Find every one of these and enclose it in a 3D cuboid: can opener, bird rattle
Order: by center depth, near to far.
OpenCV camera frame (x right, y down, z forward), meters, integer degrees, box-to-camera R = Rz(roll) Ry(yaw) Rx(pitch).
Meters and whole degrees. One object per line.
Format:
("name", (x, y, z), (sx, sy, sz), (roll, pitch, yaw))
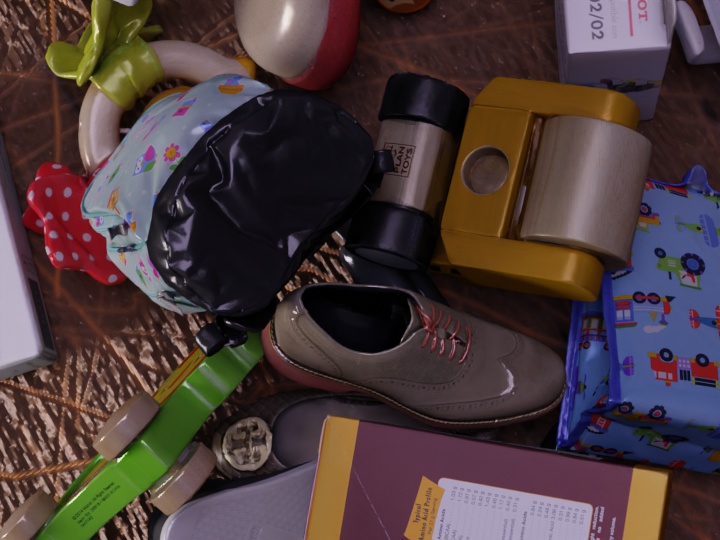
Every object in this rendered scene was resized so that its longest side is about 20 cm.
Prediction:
("can opener", (0.000, 0.000, 1.219), (0.067, 0.053, 0.201), (-41, 76, 29))
("bird rattle", (-0.147, -0.090, 1.221), (0.162, 0.113, 0.202), (4, 81, -11))

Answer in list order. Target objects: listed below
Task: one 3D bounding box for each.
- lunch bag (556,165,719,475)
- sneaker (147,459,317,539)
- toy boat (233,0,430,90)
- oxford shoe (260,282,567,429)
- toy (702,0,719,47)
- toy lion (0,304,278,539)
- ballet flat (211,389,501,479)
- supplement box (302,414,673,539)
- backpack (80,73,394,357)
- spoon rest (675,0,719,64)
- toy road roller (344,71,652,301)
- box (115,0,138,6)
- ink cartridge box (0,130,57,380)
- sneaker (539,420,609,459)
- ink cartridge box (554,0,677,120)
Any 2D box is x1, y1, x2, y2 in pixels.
("lunch bag", (0.215, 0.020, 1.152), (0.149, 0.094, 0.202), (11, 65, -12))
("sneaker", (-0.050, 0.156, 1.161), (0.198, 0.099, 0.071), (-8, 92, -25))
("toy boat", (-0.004, -0.219, 1.234), (0.130, 0.130, 0.202), (21, 76, -22))
("oxford shoe", (0.041, 0.051, 1.093), (0.198, 0.075, 0.071), (9, 66, -13))
("toy", (0.303, -0.148, 1.170), (0.114, 0.047, 0.201), (-26, 109, -8))
("toy lion", (-0.129, 0.100, 1.151), (0.069, 0.192, 0.200), (43, 125, -7))
("ballet flat", (-0.003, 0.109, 1.190), (0.198, 0.046, 0.068), (-4, 77, 4))
("supplement box", (0.070, 0.199, 1.041), (0.198, 0.133, 0.199), (9, 86, 12))
("backpack", (-0.090, -0.045, 1.108), (0.167, 0.200, 0.127), (-44, 106, -16))
("spoon rest", (0.306, -0.182, 1.227), (0.198, 0.061, 0.100), (-14, 78, -12))
("toy road roller", (0.097, -0.045, 1.149), (0.199, 0.146, 0.124), (9, 78, 28))
("box", (-0.183, -0.324, 1.192), (0.199, 0.172, 0.199), (25, 44, 9))
("ink cartridge box", (-0.320, -0.006, 1.243), (0.172, 0.044, 0.202), (-18, 78, 6))
("sneaker", (0.161, 0.197, 1.161), (0.087, 0.074, 0.202), (11, 69, -27))
("ink cartridge box", (0.162, -0.179, 1.157), (0.067, 0.200, 0.116), (-4, 77, 4))
